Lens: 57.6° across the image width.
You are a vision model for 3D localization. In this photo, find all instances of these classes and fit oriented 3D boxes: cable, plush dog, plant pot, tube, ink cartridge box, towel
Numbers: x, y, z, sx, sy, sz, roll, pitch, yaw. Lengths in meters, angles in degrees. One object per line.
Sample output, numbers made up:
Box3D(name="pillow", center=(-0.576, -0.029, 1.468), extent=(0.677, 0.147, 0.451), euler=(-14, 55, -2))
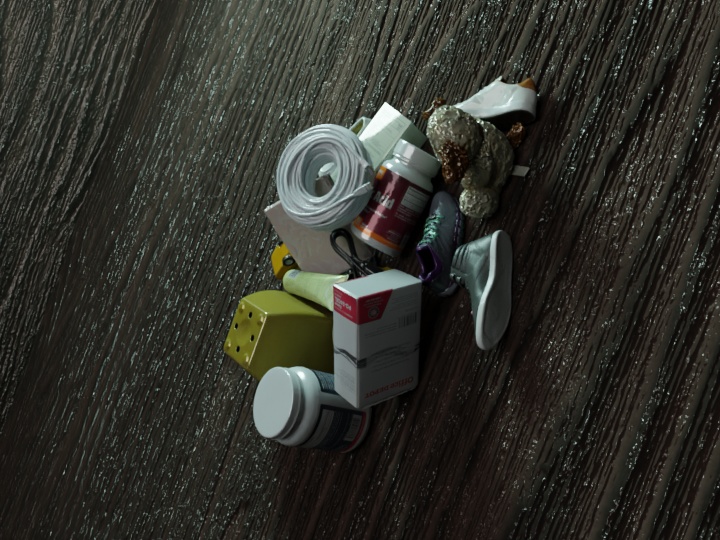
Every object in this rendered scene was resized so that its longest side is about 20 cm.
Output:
Box3D(name="cable", center=(0.000, 0.000, 1.296), extent=(0.199, 0.051, 0.097), euler=(37, 74, 30))
Box3D(name="plush dog", center=(0.184, -0.215, 1.128), extent=(0.160, 0.169, 0.203), euler=(-43, 47, 30))
Box3D(name="plant pot", center=(-0.167, 0.150, 1.367), extent=(0.193, 0.197, 0.200), euler=(23, 93, 50))
Box3D(name="tube", center=(-0.094, 0.035, 1.366), extent=(0.198, 0.051, 0.060), euler=(9, 111, 55))
Box3D(name="ink cartridge box", center=(0.029, 0.117, 1.146), extent=(0.083, 0.143, 0.206), euler=(24, 120, 49))
Box3D(name="towel", center=(-0.088, -0.082, 1.388), extent=(0.188, 0.202, 0.032), euler=(-25, 14, 34))
Box3D(name="cable", center=(-0.068, -0.179, 1.263), extent=(0.198, 0.069, 0.203), euler=(-36, 66, 19))

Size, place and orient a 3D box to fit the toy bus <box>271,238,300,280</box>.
Box3D(name="toy bus", center=(-0.128, -0.060, 1.498), extent=(0.200, 0.077, 0.066), euler=(-44, 46, 29))

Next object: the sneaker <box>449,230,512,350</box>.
Box3D(name="sneaker", center=(0.197, 0.037, 1.101), extent=(0.098, 0.070, 0.205), euler=(-12, 61, 47))

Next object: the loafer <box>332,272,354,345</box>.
Box3D(name="loafer", center=(-0.019, 0.089, 1.298), extent=(0.069, 0.074, 0.204), euler=(104, 161, -52))

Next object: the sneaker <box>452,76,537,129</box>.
Box3D(name="sneaker", center=(0.231, -0.301, 1.196), extent=(0.196, 0.072, 0.087), euler=(0, 71, 37))

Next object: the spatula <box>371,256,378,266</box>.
Box3D(name="spatula", center=(0.032, 0.063, 1.309), extent=(0.057, 0.020, 0.205), euler=(127, 148, -57))

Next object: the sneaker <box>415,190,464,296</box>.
Box3D(name="sneaker", center=(0.139, -0.060, 1.186), extent=(0.073, 0.086, 0.205), euler=(-20, 61, 42))

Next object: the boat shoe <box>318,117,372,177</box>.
Box3D(name="boat shoe", center=(-0.045, -0.277, 1.482), extent=(0.200, 0.085, 0.076), euler=(-32, 53, 37))

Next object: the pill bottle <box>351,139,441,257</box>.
Box3D(name="pill bottle", center=(0.072, -0.141, 1.274), extent=(0.114, 0.113, 0.203), euler=(37, 104, 48))

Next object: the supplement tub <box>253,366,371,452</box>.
Box3D(name="supplement tub", center=(-0.088, 0.261, 1.232), extent=(0.139, 0.197, 0.144), euler=(-21, 59, 41))

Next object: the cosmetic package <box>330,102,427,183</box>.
Box3D(name="cosmetic package", center=(0.034, -0.230, 1.356), extent=(0.201, 0.073, 0.104), euler=(-50, 49, 8))
